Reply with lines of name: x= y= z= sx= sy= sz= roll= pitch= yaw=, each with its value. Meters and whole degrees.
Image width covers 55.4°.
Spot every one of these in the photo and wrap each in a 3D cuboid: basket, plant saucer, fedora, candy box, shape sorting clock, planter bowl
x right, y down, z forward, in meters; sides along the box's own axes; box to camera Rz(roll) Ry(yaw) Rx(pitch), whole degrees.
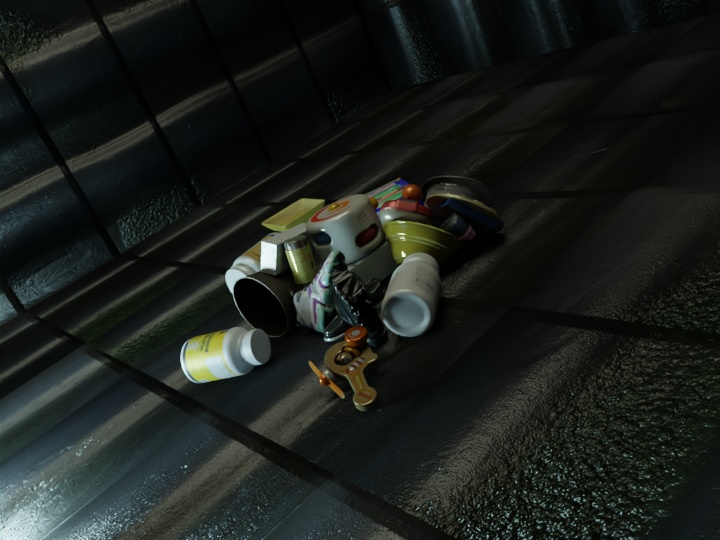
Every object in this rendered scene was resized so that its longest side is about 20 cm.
basket: x=-0.202 y=0.056 z=1.778 sx=0.136 sy=0.180 sz=0.200 roll=-50 pitch=-7 yaw=37
plant saucer: x=-0.242 y=-0.198 z=2.545 sx=0.200 sy=0.049 sz=0.200 roll=-35 pitch=23 yaw=-23
fedora: x=0.248 y=-0.174 z=1.841 sx=0.199 sy=0.177 sz=0.091 roll=8 pitch=67 yaw=32
candy box: x=0.092 y=-0.212 z=2.169 sx=0.169 sy=0.077 sz=0.200 roll=-27 pitch=20 yaw=-4
shape sorting clock: x=0.257 y=-0.142 z=1.686 sx=0.200 sy=0.200 sz=0.039 roll=11 pitch=76 yaw=57
planter bowl: x=0.140 y=-0.044 z=1.649 sx=0.200 sy=0.200 sz=0.084 roll=0 pitch=70 yaw=48

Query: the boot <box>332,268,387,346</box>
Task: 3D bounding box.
boot: x=-0.020 y=0.060 z=1.467 sx=0.073 sy=0.163 sz=0.198 roll=-35 pitch=42 yaw=-7

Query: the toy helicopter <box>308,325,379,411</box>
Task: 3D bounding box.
toy helicopter: x=-0.021 y=0.203 z=1.329 sx=0.132 sy=0.079 sz=0.200 roll=-21 pitch=33 yaw=-6

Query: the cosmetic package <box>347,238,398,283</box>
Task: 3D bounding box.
cosmetic package: x=0.000 y=0.000 z=1.765 sx=0.200 sy=0.081 sz=0.113 roll=-39 pitch=23 yaw=-29

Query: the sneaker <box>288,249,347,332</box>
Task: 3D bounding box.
sneaker: x=-0.114 y=0.043 z=1.651 sx=0.139 sy=0.078 sz=0.201 roll=5 pitch=76 yaw=36

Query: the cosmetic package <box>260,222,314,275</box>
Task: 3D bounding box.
cosmetic package: x=-0.185 y=-0.059 z=1.777 sx=0.050 sy=0.083 sz=0.200 roll=16 pitch=23 yaw=22

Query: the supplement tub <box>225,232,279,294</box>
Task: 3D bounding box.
supplement tub: x=-0.280 y=-0.004 z=1.998 sx=0.144 sy=0.145 sz=0.200 roll=-4 pitch=30 yaw=43

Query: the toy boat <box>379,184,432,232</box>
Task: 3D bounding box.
toy boat: x=0.121 y=-0.151 z=1.711 sx=0.130 sy=0.131 sz=0.200 roll=11 pitch=-13 yaw=7

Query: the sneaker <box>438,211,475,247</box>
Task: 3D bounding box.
sneaker: x=0.225 y=-0.077 z=1.704 sx=0.070 sy=0.082 sz=0.200 roll=-53 pitch=-2 yaw=-12

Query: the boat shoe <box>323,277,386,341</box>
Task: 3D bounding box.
boat shoe: x=-0.018 y=0.089 z=1.602 sx=0.075 sy=0.061 sz=0.200 roll=1 pitch=33 yaw=49

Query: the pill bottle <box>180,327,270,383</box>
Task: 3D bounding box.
pill bottle: x=-0.314 y=0.195 z=1.611 sx=0.199 sy=0.112 sz=0.112 roll=-15 pitch=23 yaw=25

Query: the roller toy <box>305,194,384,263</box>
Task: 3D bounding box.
roller toy: x=-0.039 y=-0.110 z=1.768 sx=0.199 sy=0.140 sz=0.183 roll=-23 pitch=19 yaw=10

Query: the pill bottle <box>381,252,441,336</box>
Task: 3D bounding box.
pill bottle: x=0.116 y=0.045 z=1.484 sx=0.114 sy=0.115 sz=0.200 roll=-16 pitch=23 yaw=21

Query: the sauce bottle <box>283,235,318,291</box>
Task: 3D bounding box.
sauce bottle: x=-0.135 y=0.014 z=1.713 sx=0.064 sy=0.201 sz=0.065 roll=-15 pitch=17 yaw=5
